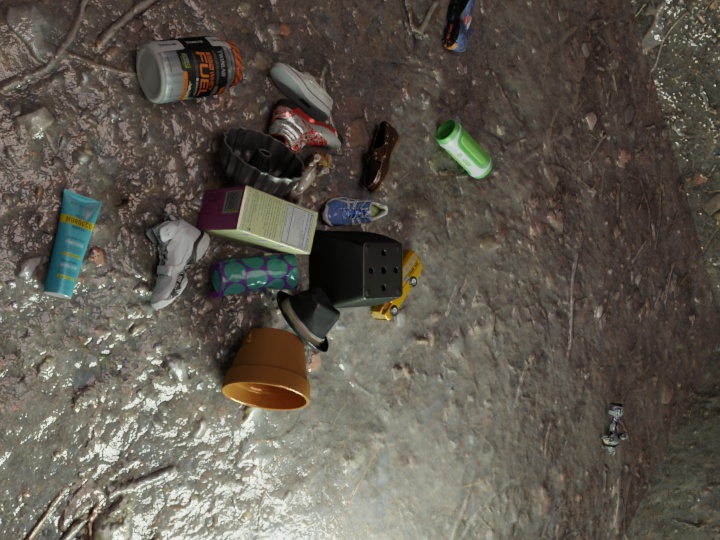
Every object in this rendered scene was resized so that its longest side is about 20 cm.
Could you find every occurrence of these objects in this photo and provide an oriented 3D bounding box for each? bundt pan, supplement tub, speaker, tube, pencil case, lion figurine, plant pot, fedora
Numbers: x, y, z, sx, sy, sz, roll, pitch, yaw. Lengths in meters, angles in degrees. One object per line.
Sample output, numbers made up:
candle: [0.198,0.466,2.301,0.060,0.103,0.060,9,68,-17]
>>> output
bundt pan: [-0.227,-0.234,1.550,0.200,0.203,0.076,3,131,-41]
supplement tub: [-0.355,-0.424,1.455,0.199,0.122,0.124,-23,106,-39]
speaker: [0.312,-0.362,2.078,0.199,0.088,0.089,36,68,-36]
tube: [-0.559,-0.049,1.336,0.077,0.050,0.203,24,70,-47]
pencil case: [-0.237,0.013,1.574,0.198,0.086,0.093,-5,137,-30]
lion figurine: [-0.135,-0.217,1.685,0.200,0.122,0.073,-46,103,-13]
plant pot: [-0.204,0.220,1.569,0.199,0.199,0.142,30,56,-38]
plant pot: [0.000,0.000,1.745,0.198,0.176,0.203,-1,92,-41]
fedora: [-0.110,0.097,1.634,0.091,0.201,0.201,-39,122,7]

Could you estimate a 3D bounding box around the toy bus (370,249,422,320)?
toy bus: [0.093,0.042,1.902,0.079,0.065,0.201,52,59,-29]

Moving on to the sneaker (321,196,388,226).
sneaker: [-0.014,-0.156,1.795,0.198,0.077,0.077,-14,101,-39]

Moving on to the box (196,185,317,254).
box: [-0.228,-0.108,1.538,0.198,0.175,0.098,19,79,-40]

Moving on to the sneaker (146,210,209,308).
sneaker: [-0.407,-0.026,1.451,0.115,0.075,0.202,45,58,-32]

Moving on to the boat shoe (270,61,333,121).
boat shoe: [-0.136,-0.448,1.686,0.199,0.071,0.066,35,64,-37]

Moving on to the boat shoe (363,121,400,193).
boat shoe: [0.046,-0.305,1.852,0.070,0.070,0.202,41,56,-42]

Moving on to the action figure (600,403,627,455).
action figure: [0.995,0.625,2.718,0.129,0.069,0.203,5,90,-46]

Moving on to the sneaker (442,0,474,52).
sneaker: [0.303,-0.746,2.081,0.078,0.075,0.203,22,84,-48]

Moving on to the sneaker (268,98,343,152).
sneaker: [-0.136,-0.319,1.686,0.200,0.067,0.109,29,67,-33]
